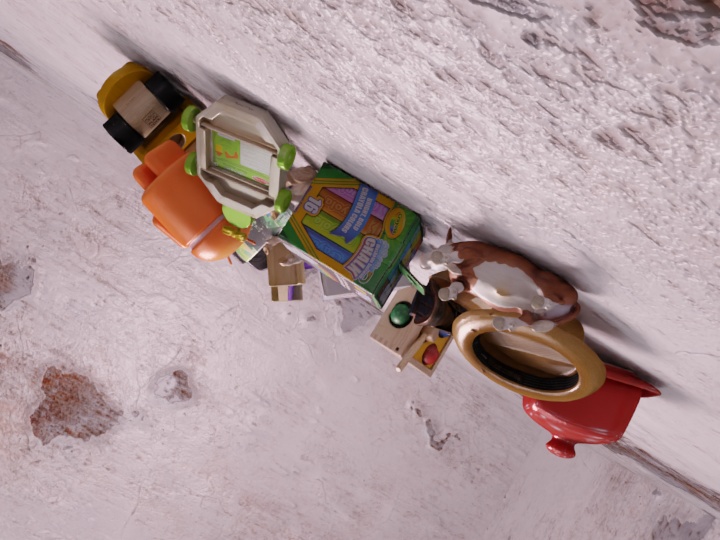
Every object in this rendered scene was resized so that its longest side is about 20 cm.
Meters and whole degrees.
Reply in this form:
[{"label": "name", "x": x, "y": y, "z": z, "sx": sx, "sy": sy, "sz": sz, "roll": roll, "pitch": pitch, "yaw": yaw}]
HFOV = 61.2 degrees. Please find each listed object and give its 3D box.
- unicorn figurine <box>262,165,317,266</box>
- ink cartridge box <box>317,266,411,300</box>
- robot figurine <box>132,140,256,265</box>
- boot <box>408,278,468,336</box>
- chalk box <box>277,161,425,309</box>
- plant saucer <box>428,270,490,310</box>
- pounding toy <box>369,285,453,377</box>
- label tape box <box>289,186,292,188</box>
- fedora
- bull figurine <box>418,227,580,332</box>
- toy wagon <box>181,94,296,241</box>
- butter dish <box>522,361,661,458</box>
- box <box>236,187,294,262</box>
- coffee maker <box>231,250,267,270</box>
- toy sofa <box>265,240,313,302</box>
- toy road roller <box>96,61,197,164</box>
[{"label": "unicorn figurine", "x": -0.090, "y": -0.072, "z": 0.931, "sx": 0.074, "sy": 0.137, "sz": 0.201, "roll": 40, "pitch": 141, "yaw": 19}, {"label": "ink cartridge box", "x": 0.000, "y": 0.000, "z": 1.036, "sx": 0.142, "sy": 0.086, "sz": 0.200, "roll": -8, "pitch": 175, "yaw": -4}, {"label": "robot figurine", "x": -0.246, "y": -0.096, "z": 0.919, "sx": 0.200, "sy": 0.144, "sz": 0.117, "roll": 47, "pitch": 179, "yaw": -11}, {"label": "boot", "x": 0.134, "y": 0.062, "z": 0.938, "sx": 0.096, "sy": 0.076, "sz": 0.200, "roll": 21, "pitch": -178, "yaw": -1}, {"label": "chalk box", "x": 0.010, "y": -0.034, "z": 0.837, "sx": 0.199, "sy": 0.125, "sz": 0.125, "roll": 30, "pitch": 173, "yaw": 11}, {"label": "plant saucer", "x": 0.198, "y": 0.049, "z": 0.937, "sx": 0.199, "sy": 0.036, "sz": 0.200, "roll": 33, "pitch": 174, "yaw": 4}, {"label": "pounding toy", "x": 0.126, "y": 0.141, "z": 1.347, "sx": 0.141, "sy": 0.185, "sz": 0.200, "roll": 27, "pitch": 172, "yaw": 40}, {"label": "label tape box", "x": -0.068, "y": -0.085, "z": 1.111, "sx": 0.199, "sy": 0.066, "sz": 0.143, "roll": 33, "pitch": 174, "yaw": 13}, {"label": "fedora", "x": 0.221, "y": 0.089, "z": 0.790, "sx": 0.199, "sy": 0.082, "sz": 0.202, "roll": 23, "pitch": 149, "yaw": 15}, {"label": "bull figurine", "x": 0.142, "y": 0.009, "z": 0.674, "sx": 0.198, "sy": 0.066, "sz": 0.121, "roll": 21, "pitch": -157, "yaw": 28}, {"label": "toy wagon", "x": -0.162, "y": -0.129, "z": 0.813, "sx": 0.154, "sy": 0.040, "sz": 0.201, "roll": 23, "pitch": 134, "yaw": 12}, {"label": "butter dish", "x": 0.320, "y": 0.209, "z": 0.923, "sx": 0.197, "sy": 0.150, "sz": 0.200, "roll": 16, "pitch": 170, "yaw": 12}, {"label": "box", "x": -0.198, "y": -0.114, "z": 1.065, "sx": 0.145, "sy": 0.036, "sz": 0.200, "roll": 48, "pitch": 140, "yaw": -6}, {"label": "coffee maker", "x": -0.276, "y": -0.110, "z": 1.410, "sx": 0.190, "sy": 0.136, "sz": 0.200, "roll": 22, "pitch": -165, "yaw": -28}, {"label": "toy sofa", "x": -0.123, "y": 0.004, "z": 1.137, "sx": 0.096, "sy": 0.084, "sz": 0.200, "roll": -3, "pitch": 169, "yaw": -8}, {"label": "toy road roller", "x": -0.330, "y": -0.244, "z": 0.977, "sx": 0.146, "sy": 0.123, "sz": 0.200, "roll": 45, "pitch": 178, "yaw": 29}]
